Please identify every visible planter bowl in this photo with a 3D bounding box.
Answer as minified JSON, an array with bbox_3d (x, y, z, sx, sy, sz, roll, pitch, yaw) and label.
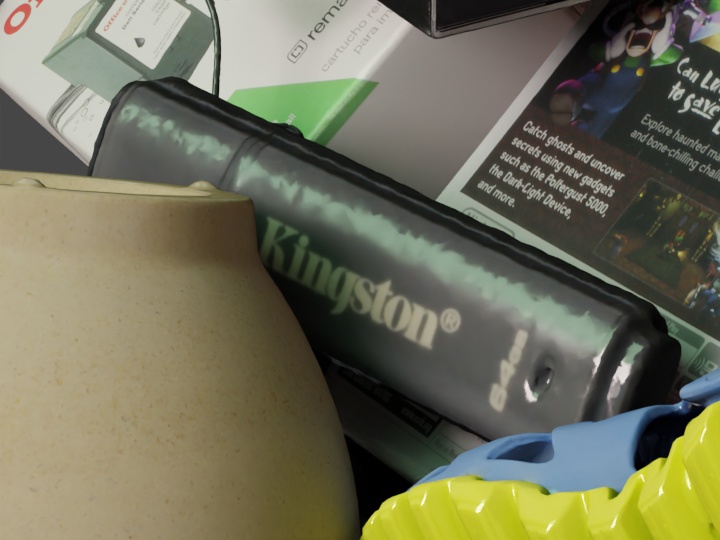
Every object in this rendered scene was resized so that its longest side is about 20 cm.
[{"bbox_3d":[-0.092,0.040,0.784,0.200,0.200,0.135,9,96,45],"label":"planter bowl"}]

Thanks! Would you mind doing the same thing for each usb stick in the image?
[{"bbox_3d":[0.000,0.000,0.825,0.200,0.033,0.056,26,96,32],"label":"usb stick"}]

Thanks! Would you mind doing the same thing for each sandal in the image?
[{"bbox_3d":[0.082,0.062,0.722,0.200,0.080,0.087,-19,11,45],"label":"sandal"}]

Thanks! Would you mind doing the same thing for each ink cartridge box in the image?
[{"bbox_3d":[-0.030,-0.075,1.007,0.146,0.084,0.200,-50,40,-3],"label":"ink cartridge box"}]

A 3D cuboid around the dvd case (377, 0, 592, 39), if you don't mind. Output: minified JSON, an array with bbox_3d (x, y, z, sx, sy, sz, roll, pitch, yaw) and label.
[{"bbox_3d":[0.070,-0.130,0.918,0.199,0.025,0.150,-15,32,-25],"label":"dvd case"}]

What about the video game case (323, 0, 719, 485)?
[{"bbox_3d":[0.091,0.005,0.826,0.182,0.023,0.200,-52,39,-4],"label":"video game case"}]

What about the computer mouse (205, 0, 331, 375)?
[{"bbox_3d":[-0.039,-0.051,0.896,0.058,0.034,0.201,-13,76,30],"label":"computer mouse"}]

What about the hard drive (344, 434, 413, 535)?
[{"bbox_3d":[0.057,0.053,0.861,0.139,0.038,0.201,13,67,47],"label":"hard drive"}]
